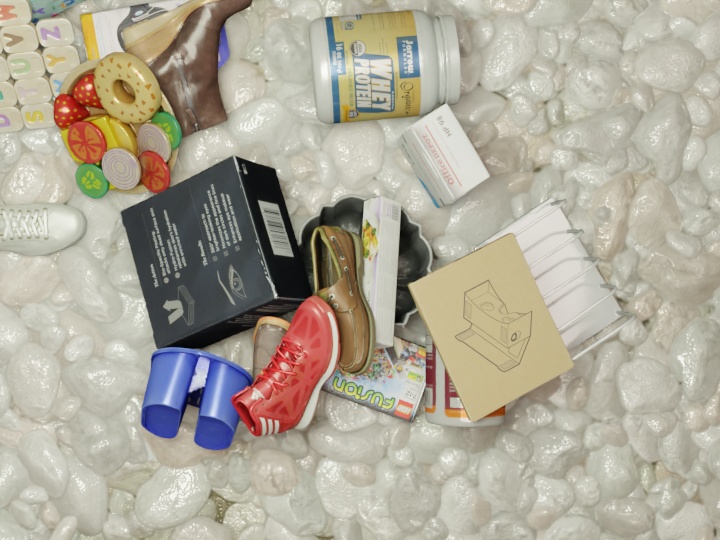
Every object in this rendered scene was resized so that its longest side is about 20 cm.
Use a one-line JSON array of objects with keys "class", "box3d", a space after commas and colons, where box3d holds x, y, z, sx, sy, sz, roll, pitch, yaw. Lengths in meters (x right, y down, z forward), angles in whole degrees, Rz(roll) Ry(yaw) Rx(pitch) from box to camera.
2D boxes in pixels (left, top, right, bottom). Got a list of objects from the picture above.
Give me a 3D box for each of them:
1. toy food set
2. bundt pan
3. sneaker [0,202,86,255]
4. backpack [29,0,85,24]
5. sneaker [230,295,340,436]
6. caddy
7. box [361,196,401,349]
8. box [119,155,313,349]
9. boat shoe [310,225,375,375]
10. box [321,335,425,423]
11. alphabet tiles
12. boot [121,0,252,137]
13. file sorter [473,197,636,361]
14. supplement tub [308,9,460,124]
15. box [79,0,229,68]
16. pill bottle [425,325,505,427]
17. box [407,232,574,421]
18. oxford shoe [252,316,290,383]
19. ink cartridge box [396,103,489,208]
[{"class": "toy food set", "box3d": [-0.333, -0.192, 1.573, 0.198, 0.049, 0.200, -13, 110, 27]}, {"class": "bundt pan", "box3d": [0.000, 0.000, 1.606, 0.199, 0.076, 0.205, 1, 76, -6]}, {"class": "sneaker", "box3d": [-0.484, -0.056, 1.594, 0.197, 0.085, 0.074, -5, 90, -4]}, {"class": "backpack", "box3d": [-0.438, -0.441, 1.560, 0.198, 0.151, 0.179, -28, 78, 7]}, {"class": "sneaker", "box3d": [-0.097, 0.134, 1.468, 0.078, 0.115, 0.202, 30, 120, 33]}, {"class": "caddy", "box3d": [-0.221, 0.164, 1.552, 0.139, 0.200, 0.106, 14, 65, -6]}, {"class": "box", "box3d": [0.024, 0.002, 1.542, 0.041, 0.038, 0.203, 15, 71, -39]}, {"class": "box", "box3d": [-0.193, -0.019, 1.540, 0.198, 0.117, 0.199, -22, 78, 22]}, {"class": "boat shoe", "box3d": [-0.032, 0.039, 1.507, 0.072, 0.068, 0.203, -28, 62, 37]}, {"class": "box", "box3d": [-0.001, 0.133, 1.644, 0.198, 0.035, 0.111, 20, 89, -3]}, {"class": "alphabet tiles", "box3d": [-0.479, -0.278, 1.564, 0.193, 0.015, 0.202, -6, 130, -3]}, {"class": "boot", "box3d": [-0.215, -0.287, 1.585, 0.198, 0.072, 0.168, -24, 105, -4]}, {"class": "file sorter", "box3d": [0.275, 0.018, 1.612, 0.138, 0.125, 0.201, -32, 93, -1]}, {"class": "supplement tub", "box3d": [0.032, -0.282, 1.584, 0.197, 0.145, 0.147, -6, 91, -2]}, {"class": "box", "box3d": [-0.286, -0.316, 1.622, 0.197, 0.041, 0.121, -10, 92, -5]}, {"class": "pill bottle", "box3d": [0.146, 0.110, 1.590, 0.112, 0.114, 0.203, 1, 89, -3]}, {"class": "box", "box3d": [0.174, 0.074, 1.527, 0.162, 0.021, 0.202, -26, 94, -10]}, {"class": "oxford shoe", "box3d": [-0.116, 0.144, 1.561, 0.070, 0.202, 0.073, 8, 47, 8]}, {"class": "ink cartridge box", "box3d": [0.113, -0.154, 1.562, 0.066, 0.200, 0.117, -32, 93, -2]}]
